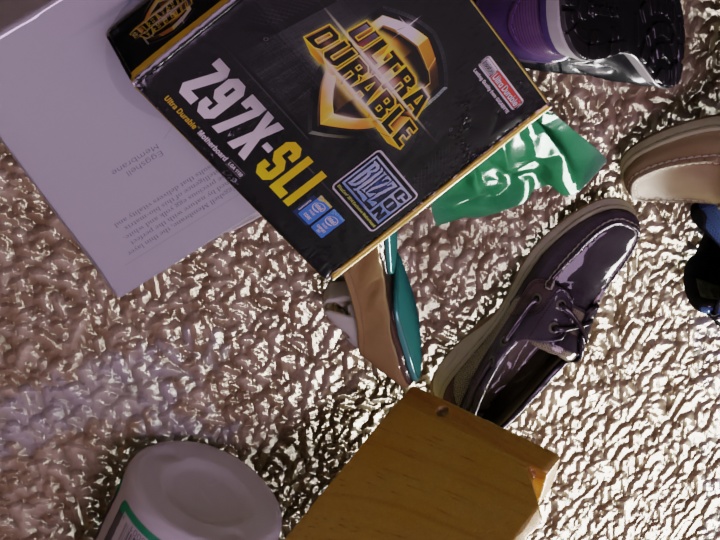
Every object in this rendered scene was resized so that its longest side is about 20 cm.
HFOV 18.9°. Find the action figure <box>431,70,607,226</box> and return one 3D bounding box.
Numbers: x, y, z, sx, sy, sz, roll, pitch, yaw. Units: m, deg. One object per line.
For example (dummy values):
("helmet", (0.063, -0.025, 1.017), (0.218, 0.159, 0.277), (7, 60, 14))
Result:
("action figure", (0.078, -0.086, 1.307), (0.118, 0.055, 0.200), (-25, 160, 6))

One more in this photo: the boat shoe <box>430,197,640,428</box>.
("boat shoe", (0.128, 0.039, 1.485), (0.072, 0.065, 0.200), (26, 113, -41))

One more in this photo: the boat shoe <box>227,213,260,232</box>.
("boat shoe", (-0.030, -0.086, 1.296), (0.200, 0.071, 0.070), (-39, 170, -9))

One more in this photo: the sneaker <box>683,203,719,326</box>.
("sneaker", (0.274, 0.011, 1.543), (0.089, 0.079, 0.200), (-21, 127, -1))

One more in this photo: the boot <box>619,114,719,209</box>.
("boot", (0.272, -0.021, 1.414), (0.199, 0.155, 0.072), (-3, 156, 7))

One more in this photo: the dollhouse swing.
("dollhouse swing", (0.034, 0.218, 1.474), (0.200, 0.181, 0.176), (-49, 142, -23))

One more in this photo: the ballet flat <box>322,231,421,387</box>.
("ballet flat", (0.000, 0.000, 1.395), (0.063, 0.069, 0.200), (-2, 135, 9))

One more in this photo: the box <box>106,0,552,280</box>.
("box", (-0.012, -0.103, 1.124), (0.160, 0.049, 0.200), (-37, 137, 6))

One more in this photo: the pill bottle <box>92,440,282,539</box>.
("pill bottle", (-0.140, 0.224, 1.470), (0.113, 0.113, 0.200), (7, 125, -33))

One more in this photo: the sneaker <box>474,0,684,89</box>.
("sneaker", (0.130, -0.153, 1.320), (0.200, 0.087, 0.076), (7, 84, -58))

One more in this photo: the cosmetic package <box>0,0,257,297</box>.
("cosmetic package", (-0.108, -0.128, 1.169), (0.199, 0.123, 0.200), (-31, 135, -1))
